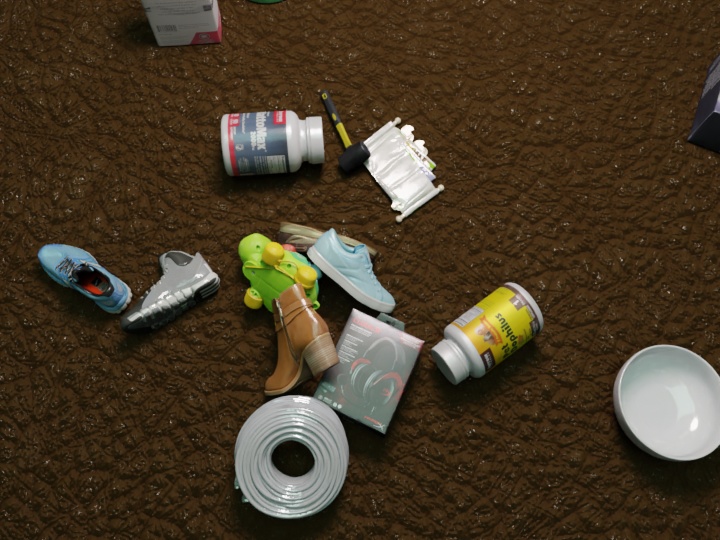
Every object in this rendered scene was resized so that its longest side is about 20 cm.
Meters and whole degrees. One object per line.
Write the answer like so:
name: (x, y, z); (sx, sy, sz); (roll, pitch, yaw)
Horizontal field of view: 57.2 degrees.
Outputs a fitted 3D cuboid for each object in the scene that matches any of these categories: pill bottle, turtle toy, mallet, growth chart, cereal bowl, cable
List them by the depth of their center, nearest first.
cable: (-0.117, 0.317, 1.123); (0.196, 0.069, 0.204); (5, 96, -2)
cereal bowl: (0.546, 0.240, 1.187); (0.196, 0.084, 0.204); (0, 72, -1)
pill bottle: (0.228, 0.119, 1.208); (0.198, 0.110, 0.110); (-34, 75, -12)
turtle toy: (-0.152, 0.007, 1.233); (0.199, 0.147, 0.101); (36, 33, 10)
pill bottle: (-0.172, -0.256, 1.320); (0.196, 0.120, 0.122); (-4, 71, -3)
growth chart: (0.084, -0.214, 1.364); (0.143, 0.018, 0.202); (-30, 75, -11)
mallet: (-0.034, -0.301, 1.373); (0.065, 0.041, 0.203); (-26, 67, 22)

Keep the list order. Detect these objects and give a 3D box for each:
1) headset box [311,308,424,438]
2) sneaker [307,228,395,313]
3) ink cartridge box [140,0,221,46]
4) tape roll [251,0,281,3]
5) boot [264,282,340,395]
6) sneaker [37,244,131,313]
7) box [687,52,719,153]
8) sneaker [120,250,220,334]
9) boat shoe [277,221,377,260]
headset box: (0.019, 0.177, 1.201); (0.146, 0.075, 0.203); (24, 73, 8)
sneaker: (0.000, 0.000, 1.225); (0.199, 0.074, 0.082); (37, 104, -17)
ink cartridge box: (-0.378, -0.570, 1.377); (0.142, 0.200, 0.087); (-4, 71, -3)
tape roll: (-0.215, -0.708, 1.507); (0.196, 0.048, 0.205); (0, 72, -1)
boot: (-0.127, 0.125, 1.166); (0.073, 0.199, 0.157); (-15, 75, -53)
sneaker: (-0.523, 0.001, 1.241); (0.197, 0.090, 0.079); (28, 73, 9)
box: (0.820, -0.343, 1.369); (0.197, 0.124, 0.201); (22, 74, 7)
sneaker: (-0.375, 0.030, 1.251); (0.198, 0.075, 0.116); (-29, 69, -21)
boat shoe: (-0.067, -0.039, 1.282); (0.196, 0.072, 0.073); (14, 92, -1)
